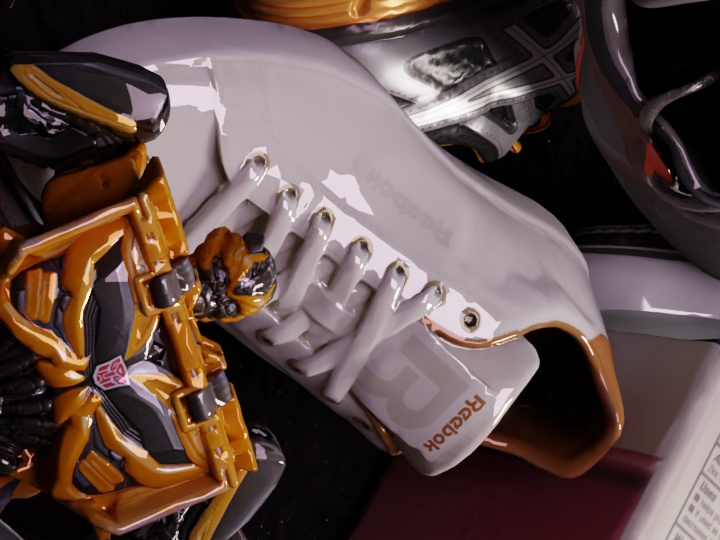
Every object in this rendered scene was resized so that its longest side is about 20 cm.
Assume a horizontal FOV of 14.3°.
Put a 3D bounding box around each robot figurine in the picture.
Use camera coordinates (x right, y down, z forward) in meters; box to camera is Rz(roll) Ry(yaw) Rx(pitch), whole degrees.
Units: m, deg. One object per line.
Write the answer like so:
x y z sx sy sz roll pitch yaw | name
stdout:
-0.112 0.034 0.640 0.199 0.058 0.145 -19 111 -4 | robot figurine

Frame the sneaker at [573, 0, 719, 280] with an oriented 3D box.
0.088 -0.039 0.744 0.200 0.077 0.082 62 25 -52 | sneaker

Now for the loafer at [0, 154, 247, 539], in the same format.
-0.069 0.040 0.733 0.063 0.072 0.200 -51 120 -33 | loafer

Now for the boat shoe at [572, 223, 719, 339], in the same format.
0.128 -0.011 0.900 0.200 0.071 0.064 -1 87 -43 | boat shoe

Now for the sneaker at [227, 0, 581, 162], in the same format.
0.040 -0.072 0.817 0.200 0.078 0.078 -13 118 -36 | sneaker

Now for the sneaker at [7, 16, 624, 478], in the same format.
0.000 0.000 0.729 0.200 0.085 0.073 22 123 -40 | sneaker

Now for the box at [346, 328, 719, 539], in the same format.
0.056 0.130 0.824 0.128 0.109 0.200 43 67 -35 | box

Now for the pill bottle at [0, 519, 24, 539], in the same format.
-0.143 0.054 0.546 0.200 0.106 0.106 43 67 -18 | pill bottle
